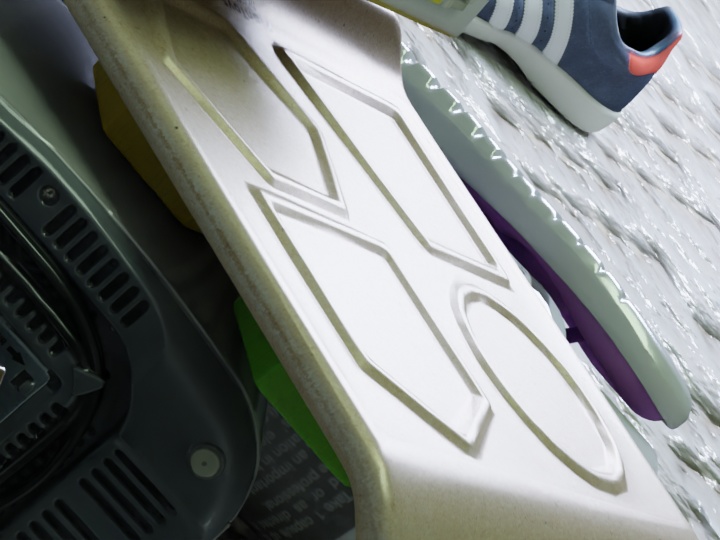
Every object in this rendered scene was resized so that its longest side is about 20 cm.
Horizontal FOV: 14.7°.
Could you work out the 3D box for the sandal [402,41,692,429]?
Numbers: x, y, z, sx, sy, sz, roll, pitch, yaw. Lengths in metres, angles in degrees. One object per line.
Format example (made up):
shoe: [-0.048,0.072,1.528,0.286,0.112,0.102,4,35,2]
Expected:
sandal: [0.036,-0.012,0.911,0.203,0.050,0.082,51,1,33]

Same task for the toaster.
toaster: [-0.104,-0.006,0.670,0.200,0.114,0.129,47,16,-7]

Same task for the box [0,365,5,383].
box: [-0.160,0.040,0.434,0.039,0.137,0.200,10,-15,45]

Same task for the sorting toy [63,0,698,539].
sorting toy: [0.000,0.000,0.681,0.185,0.036,0.200,22,37,-60]

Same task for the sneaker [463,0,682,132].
sneaker: [0.087,-0.153,1.407,0.200,0.084,0.075,34,25,-39]

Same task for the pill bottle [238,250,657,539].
pill bottle: [-0.012,0.018,0.823,0.200,0.114,0.114,46,19,-11]

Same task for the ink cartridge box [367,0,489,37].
ink cartridge box: [-0.051,-0.137,0.734,0.198,0.047,0.200,39,8,22]
